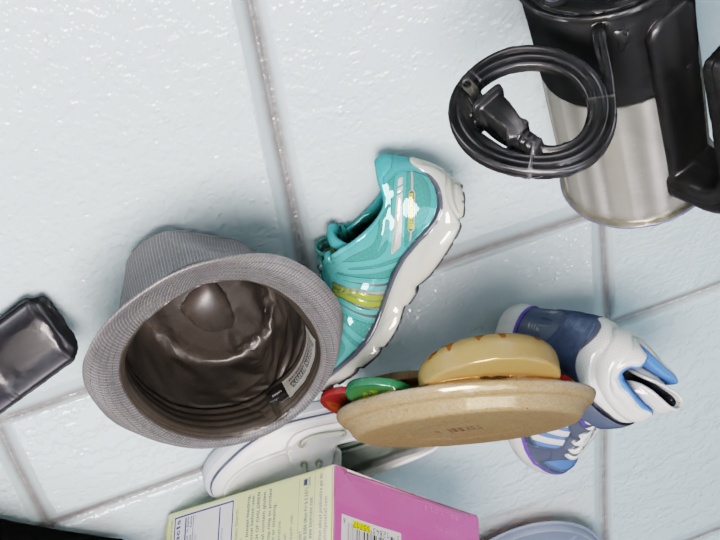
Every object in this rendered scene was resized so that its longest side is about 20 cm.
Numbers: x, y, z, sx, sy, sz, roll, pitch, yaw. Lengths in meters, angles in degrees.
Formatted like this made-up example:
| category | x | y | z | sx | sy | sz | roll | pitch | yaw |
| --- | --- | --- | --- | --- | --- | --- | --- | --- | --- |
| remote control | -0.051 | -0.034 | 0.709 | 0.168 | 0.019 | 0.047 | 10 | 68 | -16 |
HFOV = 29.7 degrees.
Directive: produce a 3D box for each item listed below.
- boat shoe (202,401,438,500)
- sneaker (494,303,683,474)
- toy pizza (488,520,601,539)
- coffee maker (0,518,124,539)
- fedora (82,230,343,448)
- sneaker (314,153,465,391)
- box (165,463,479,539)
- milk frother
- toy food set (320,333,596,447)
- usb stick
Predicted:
| category | x | y | z | sx | sy | sz | roll | pitch | yaw |
| --- | --- | --- | --- | --- | --- | --- | --- | --- | --- |
| boat shoe | -0.030 | 0.147 | 1.095 | 0.198 | 0.067 | 0.074 | -24 | 134 | -4 |
| sneaker | 0.195 | 0.115 | 1.110 | 0.081 | 0.145 | 0.201 | -50 | 138 | -30 |
| toy pizza | 0.151 | 0.314 | 1.347 | 0.198 | 0.032 | 0.202 | -12 | 131 | -14 |
| coffee maker | -0.255 | 0.241 | 1.027 | 0.199 | 0.135 | 0.193 | 20 | 117 | -37 |
| fedora | -0.107 | 0.035 | 0.947 | 0.176 | 0.091 | 0.200 | -39 | 137 | 12 |
| sneaker | 0.000 | 0.000 | 0.995 | 0.079 | 0.078 | 0.201 | 24 | 115 | -14 |
| box | -0.032 | 0.245 | 1.098 | 0.199 | 0.098 | 0.175 | -22 | 145 | 38 |
| milk frother | 0.150 | -0.097 | 0.887 | 0.198 | 0.181 | 0.189 | -27 | 134 | -5 |
| toy food set | 0.073 | 0.093 | 0.993 | 0.196 | 0.049 | 0.199 | -14 | 163 | 30 |
| usb stick | -0.285 | 0.092 | 0.946 | 0.199 | 0.033 | 0.056 | -36 | 101 | 7 |
